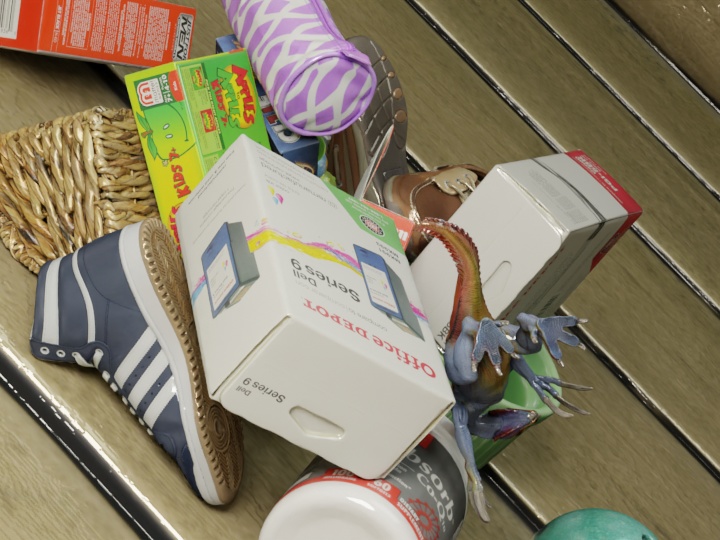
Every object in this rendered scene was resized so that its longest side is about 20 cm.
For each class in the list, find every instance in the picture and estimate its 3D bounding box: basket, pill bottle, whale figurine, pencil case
[{"bbox_3d":[-0.188,-0.039,1.425,0.200,0.148,0.144,-6,85,-62],"label":"basket"},{"bbox_3d":[0.010,0.168,1.314,0.116,0.116,0.200,43,22,1],"label":"pill bottle"},{"bbox_3d":[0.187,0.259,1.463,0.159,0.104,0.200,41,22,-5],"label":"whale figurine"},{"bbox_3d":[-0.053,-0.191,1.437,0.084,0.086,0.201,18,35,-42],"label":"pencil case"}]

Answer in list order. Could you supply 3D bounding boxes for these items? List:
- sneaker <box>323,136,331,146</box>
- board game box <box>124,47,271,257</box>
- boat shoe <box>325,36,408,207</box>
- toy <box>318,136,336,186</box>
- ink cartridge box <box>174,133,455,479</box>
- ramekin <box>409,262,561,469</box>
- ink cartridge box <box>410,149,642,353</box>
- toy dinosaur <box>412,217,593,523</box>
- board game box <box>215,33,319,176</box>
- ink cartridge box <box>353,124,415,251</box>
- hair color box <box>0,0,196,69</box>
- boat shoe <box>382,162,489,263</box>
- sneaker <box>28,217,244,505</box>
[{"bbox_3d":[-0.095,-0.108,1.670,0.199,0.084,0.121,24,23,-22],"label":"sneaker"},{"bbox_3d":[-0.102,-0.055,1.382,0.101,0.047,0.202,-24,101,-61],"label":"board game box"},{"bbox_3d":[-0.001,-0.104,1.672,0.075,0.071,0.202,-7,89,-52],"label":"boat shoe"},{"bbox_3d":[-0.031,-0.057,1.602,0.115,0.047,0.200,55,-9,25],"label":"toy"},{"bbox_3d":[-0.034,0.023,1.253,0.145,0.088,0.201,29,28,-30],"label":"ink cartridge box"},{"bbox_3d":[0.064,0.077,1.591,0.199,0.098,0.200,35,23,-18],"label":"ramekin"},{"bbox_3d":[0.129,-0.016,1.540,0.083,0.147,0.200,46,22,13],"label":"ink cartridge box"},{"bbox_3d":[0.094,0.063,1.312,0.201,0.104,0.181,68,-18,6],"label":"toy dinosaur"},{"bbox_3d":[-0.078,-0.073,1.520,0.034,0.201,0.136,-16,52,-18],"label":"board game box"},{"bbox_3d":[0.000,0.000,1.462,0.050,0.201,0.109,23,-20,-4],"label":"ink cartridge box"},{"bbox_3d":[-0.238,-0.207,1.585,0.101,0.062,0.200,12,5,30],"label":"hair color box"},{"bbox_3d":[0.072,-0.058,1.582,0.076,0.071,0.200,68,18,-5],"label":"boat shoe"},{"bbox_3d":[-0.155,0.072,1.291,0.070,0.108,0.201,-43,116,-70],"label":"sneaker"}]
